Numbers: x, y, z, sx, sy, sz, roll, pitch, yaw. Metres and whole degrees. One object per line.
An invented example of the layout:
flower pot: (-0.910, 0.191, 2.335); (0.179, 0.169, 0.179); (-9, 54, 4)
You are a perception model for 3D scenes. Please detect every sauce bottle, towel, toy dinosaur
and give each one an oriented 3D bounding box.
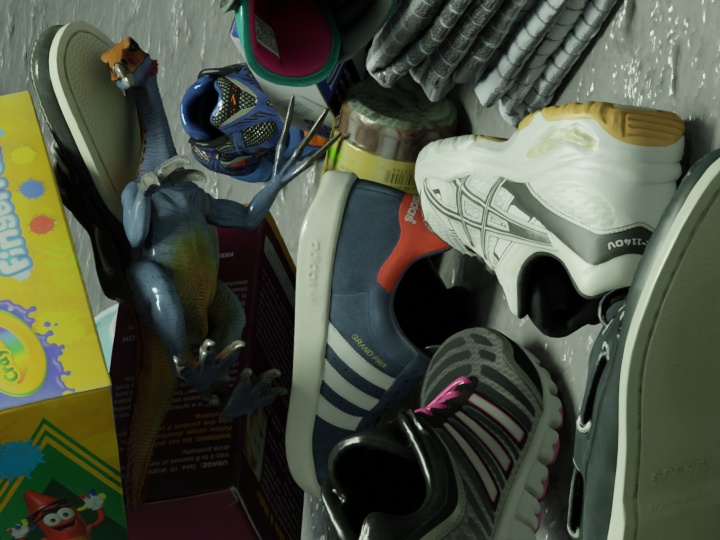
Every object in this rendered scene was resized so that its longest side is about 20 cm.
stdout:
sauce bottle: (0.000, 0.000, 1.361); (0.065, 0.064, 0.201); (-115, 35, -58)
towel: (0.063, -0.184, 1.168); (0.200, 0.085, 0.166); (122, 149, -57)
toy dinosaur: (-0.105, -0.016, 1.295); (0.200, 0.105, 0.182); (-41, 59, 19)

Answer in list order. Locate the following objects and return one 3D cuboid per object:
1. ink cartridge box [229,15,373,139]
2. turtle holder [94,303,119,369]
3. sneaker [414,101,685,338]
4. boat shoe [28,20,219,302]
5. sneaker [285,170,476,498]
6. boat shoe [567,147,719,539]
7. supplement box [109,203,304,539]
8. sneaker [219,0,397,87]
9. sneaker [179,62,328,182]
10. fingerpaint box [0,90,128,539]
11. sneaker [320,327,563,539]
ink cartridge box: (-0.018, -0.131, 1.324); (0.200, 0.044, 0.094); (54, -124, -80)
turtle holder: (-0.130, 0.082, 1.639); (0.186, 0.140, 0.132); (119, 151, -57)
sneaker: (0.072, -0.014, 1.111); (0.200, 0.075, 0.088); (160, 113, -72)
boat shoe: (-0.136, -0.050, 1.371); (0.200, 0.067, 0.072); (66, -147, -47)
sneaker: (0.012, 0.043, 1.293); (0.075, 0.084, 0.201); (-71, -12, -46)
boat shoe: (0.114, 0.036, 0.965); (0.066, 0.074, 0.200); (-133, 39, -52)
supplement box: (-0.084, 0.076, 1.457); (0.111, 0.085, 0.201); (66, -158, -47)
sneaker: (-0.049, -0.137, 1.176); (0.200, 0.083, 0.121); (-19, 61, 42)
sneaker: (-0.077, -0.099, 1.613); (0.200, 0.078, 0.076); (160, 114, -71)
fingerpaint box: (-0.173, 0.040, 1.325); (0.167, 0.073, 0.200); (90, 164, -49)
sneaker: (0.031, 0.082, 1.129); (0.074, 0.087, 0.200); (-42, 22, 33)
